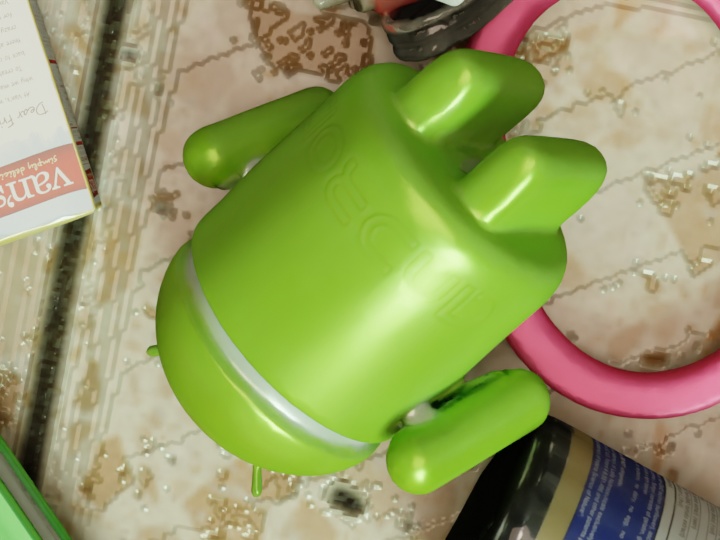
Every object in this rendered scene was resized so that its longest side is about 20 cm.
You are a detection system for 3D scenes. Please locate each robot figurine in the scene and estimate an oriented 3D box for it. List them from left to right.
[{"bbox_3d":[0.000,0.000,0.857,0.200,0.116,0.176,-43,73,23],"label":"robot figurine"}]

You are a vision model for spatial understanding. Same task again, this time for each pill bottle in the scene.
[{"bbox_3d":[0.131,0.151,0.887,0.199,0.112,0.112,29,94,-3],"label":"pill bottle"}]

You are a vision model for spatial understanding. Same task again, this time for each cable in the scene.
[{"bbox_3d":[0.069,-0.145,0.874,0.199,0.097,0.050,-22,129,4],"label":"cable"}]

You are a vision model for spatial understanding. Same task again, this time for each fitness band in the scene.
[{"bbox_3d":[0.115,-0.038,0.909,0.143,0.037,0.201,-10,94,1],"label":"fitness band"}]

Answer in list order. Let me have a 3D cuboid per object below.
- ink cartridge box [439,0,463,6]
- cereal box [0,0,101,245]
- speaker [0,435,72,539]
[{"bbox_3d":[-0.022,-0.209,0.789,0.083,0.146,0.200,-46,133,-15],"label":"ink cartridge box"},{"bbox_3d":[-0.204,-0.097,0.898,0.143,0.040,0.201,-17,95,-1],"label":"cereal box"},{"bbox_3d":[-0.171,0.115,0.895,0.088,0.088,0.200,-34,94,2],"label":"speaker"}]
